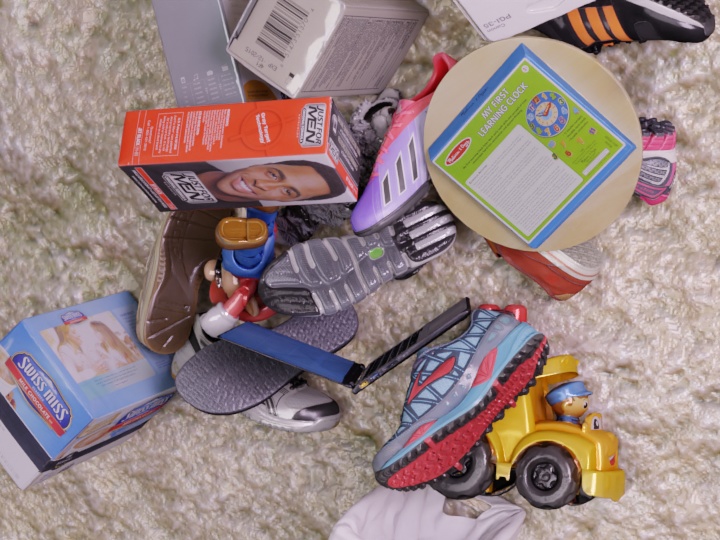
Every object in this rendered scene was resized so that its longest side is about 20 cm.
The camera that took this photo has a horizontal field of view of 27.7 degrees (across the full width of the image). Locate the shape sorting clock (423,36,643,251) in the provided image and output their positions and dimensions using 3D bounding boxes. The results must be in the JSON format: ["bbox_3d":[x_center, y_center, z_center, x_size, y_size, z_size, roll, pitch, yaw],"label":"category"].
[{"bbox_3d":[0.153,-0.112,1.307,0.200,0.039,0.200,8,117,15],"label":"shape sorting clock"}]

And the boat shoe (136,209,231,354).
[{"bbox_3d":[-0.195,-0.012,1.555,0.065,0.072,0.200,14,88,62],"label":"boat shoe"}]

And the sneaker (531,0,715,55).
[{"bbox_3d":[0.225,-0.230,1.339,0.200,0.070,0.090,23,121,20],"label":"sneaker"}]

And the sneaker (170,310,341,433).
[{"bbox_3d":[-0.108,0.105,1.534,0.200,0.076,0.088,21,102,18],"label":"sneaker"}]

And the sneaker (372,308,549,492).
[{"bbox_3d":[0.078,0.116,1.334,0.200,0.079,0.096,-43,52,-11],"label":"sneaker"}]

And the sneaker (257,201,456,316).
[{"bbox_3d":[0.000,0.000,1.438,0.200,0.115,0.075,-20,81,-1],"label":"sneaker"}]

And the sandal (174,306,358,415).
[{"bbox_3d":[-0.092,0.092,1.493,0.200,0.043,0.076,-23,79,-15],"label":"sandal"}]

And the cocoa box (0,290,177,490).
[{"bbox_3d":[-0.303,0.122,1.556,0.131,0.200,0.133,-42,80,24],"label":"cocoa box"}]

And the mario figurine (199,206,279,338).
[{"bbox_3d":[-0.130,-0.013,1.471,0.106,0.123,0.200,48,157,21],"label":"mario figurine"}]

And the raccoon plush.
[{"bbox_3d":[-0.017,-0.111,1.474,0.097,0.134,0.200,56,148,-9],"label":"raccoon plush"}]

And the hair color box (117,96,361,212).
[{"bbox_3d":[-0.109,-0.105,1.340,0.200,0.102,0.061,-3,66,17],"label":"hair color box"}]

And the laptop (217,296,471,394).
[{"bbox_3d":[-0.008,0.045,1.379,0.200,0.187,0.116,-35,90,4],"label":"laptop"}]

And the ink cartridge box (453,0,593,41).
[{"bbox_3d":[0.150,-0.321,1.288,0.146,0.083,0.200,-21,51,25],"label":"ink cartridge box"}]

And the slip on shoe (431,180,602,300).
[{"bbox_3d":[0.139,-0.043,1.402,0.200,0.074,0.061,39,126,14],"label":"slip on shoe"}]

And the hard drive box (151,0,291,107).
[{"bbox_3d":[-0.127,-0.232,1.445,0.077,0.156,0.200,-13,93,26],"label":"hard drive box"}]

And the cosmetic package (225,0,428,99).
[{"bbox_3d":[-0.028,-0.226,1.375,0.087,0.200,0.103,36,109,16],"label":"cosmetic package"}]

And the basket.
[{"bbox_3d":[0.055,0.290,1.424,0.136,0.200,0.123,26,114,19],"label":"basket"}]

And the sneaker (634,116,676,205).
[{"bbox_3d":[0.193,-0.100,1.361,0.200,0.081,0.075,5,111,26],"label":"sneaker"}]

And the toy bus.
[{"bbox_3d":[0.155,0.128,1.399,0.200,0.136,0.192,5,84,22],"label":"toy bus"}]

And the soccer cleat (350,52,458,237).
[{"bbox_3d":[0.044,-0.118,1.375,0.073,0.200,0.068,48,159,-23],"label":"soccer cleat"}]
